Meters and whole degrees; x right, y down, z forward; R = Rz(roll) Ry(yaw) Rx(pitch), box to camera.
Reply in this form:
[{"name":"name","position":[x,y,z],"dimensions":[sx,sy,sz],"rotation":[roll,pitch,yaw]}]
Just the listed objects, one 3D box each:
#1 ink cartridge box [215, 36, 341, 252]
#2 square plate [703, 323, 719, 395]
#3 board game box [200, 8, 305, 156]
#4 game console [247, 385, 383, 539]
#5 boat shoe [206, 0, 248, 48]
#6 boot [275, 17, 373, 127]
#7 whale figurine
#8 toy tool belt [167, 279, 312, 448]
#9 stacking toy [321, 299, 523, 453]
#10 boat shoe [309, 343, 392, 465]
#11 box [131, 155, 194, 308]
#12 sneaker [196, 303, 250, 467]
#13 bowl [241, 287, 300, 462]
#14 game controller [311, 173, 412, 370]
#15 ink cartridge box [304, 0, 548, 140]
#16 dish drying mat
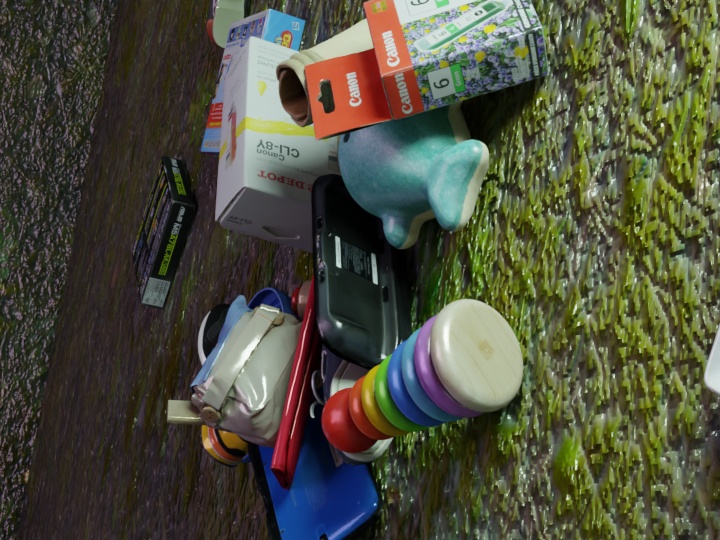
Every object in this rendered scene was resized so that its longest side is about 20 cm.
[{"name":"ink cartridge box","position":[-0.075,-0.136,1.263],"dimensions":[0.083,0.143,0.203],"rotation":[-43,40,50]},{"name":"square plate","position":[0.260,-0.008,0.547],"dimensions":[0.198,0.028,0.203],"rotation":[33,108,66]},{"name":"board game box","position":[-0.156,-0.257,1.636],"dimensions":[0.200,0.055,0.199],"rotation":[-164,88,-68]},{"name":"game console","position":[-0.040,0.244,1.132],"dimensions":[0.170,0.118,0.201],"rotation":[-38,33,8]},{"name":"boat shoe","position":[-0.204,-0.458,1.851],"dimensions":[0.063,0.070,0.203],"rotation":[-138,59,-68]},{"name":"boot","position":[-0.011,-0.196,1.113],"dimensions":[0.074,0.154,0.200],"rotation":[63,171,-11]},{"name":"whale figurine","position":[0.043,-0.099,1.011],"dimensions":[0.200,0.102,0.161],"rotation":[-131,58,-65]},{"name":"toy tool belt","position":[-0.109,0.081,1.155],"dimensions":[0.126,0.121,0.201],"rotation":[75,-152,-41]},{"name":"stacking toy","position":[0.034,0.095,0.911],"dimensions":[0.199,0.085,0.087],"rotation":[-32,48,46]},{"name":"boat shoe","position":[-0.007,0.097,1.063],"dimensions":[0.062,0.074,0.202],"rotation":[-52,31,41]},{"name":"box","position":[-0.343,-0.068,1.989],"dimensions":[0.194,0.047,0.202],"rotation":[-116,43,-60]},{"name":"sneaker","position":[-0.128,0.111,1.267],"dimensions":[0.090,0.069,0.202],"rotation":[-38,42,34]},{"name":"bowl","position":[-0.110,0.122,1.338],"dimensions":[0.201,0.039,0.203],"rotation":[-44,39,52]},{"name":"game controller","position":[0.000,0.000,1.061],"dimensions":[0.042,0.103,0.202],"rotation":[-46,37,42]},{"name":"ink cartridge box","position":[0.046,-0.184,0.953],"dimensions":[0.051,0.197,0.110],"rotation":[70,-174,-45]},{"name":"dish drying mat","position":[-0.052,0.101,1.099],"dimensions":[0.077,0.018,0.203],"rotation":[80,-160,-66]}]
